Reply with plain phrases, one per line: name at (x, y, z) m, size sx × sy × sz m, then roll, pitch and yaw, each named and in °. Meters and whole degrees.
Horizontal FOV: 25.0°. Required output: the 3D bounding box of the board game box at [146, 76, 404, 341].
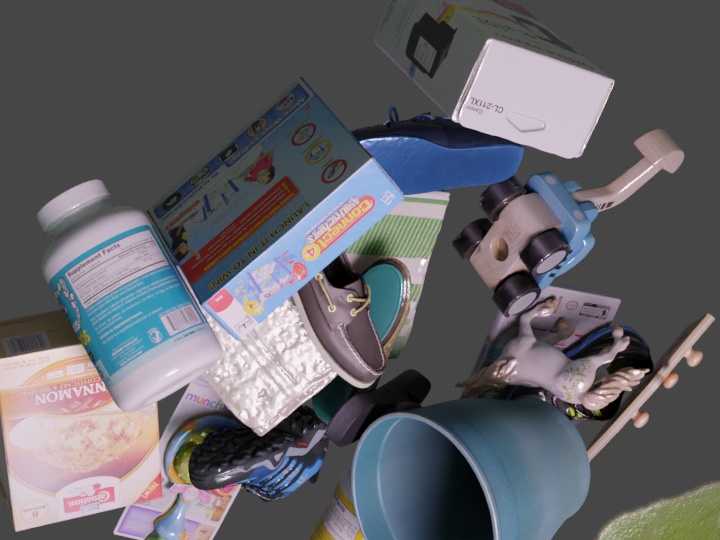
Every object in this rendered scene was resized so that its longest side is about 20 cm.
board game box at (-0.083, -0.061, 1.491) m, size 0.200 × 0.196 × 0.056 m, roll -40°, pitch 126°, yaw 2°

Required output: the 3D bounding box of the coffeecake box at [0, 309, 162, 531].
coffeecake box at (-0.280, 0.140, 1.592) m, size 0.153 × 0.073 × 0.201 m, roll -11°, pitch 121°, yaw -20°

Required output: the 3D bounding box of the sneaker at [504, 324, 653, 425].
sneaker at (0.235, 0.137, 1.789) m, size 0.199 × 0.083 × 0.071 m, roll -36°, pitch 125°, yaw -1°

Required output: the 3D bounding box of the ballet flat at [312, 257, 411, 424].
ballet flat at (0.009, 0.069, 1.664) m, size 0.070 × 0.071 × 0.201 m, roll 11°, pitch 116°, yaw -28°

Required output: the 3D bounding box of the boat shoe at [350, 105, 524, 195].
boat shoe at (0.062, -0.117, 1.606) m, size 0.199 × 0.069 × 0.084 m, roll 3°, pitch 129°, yaw -31°

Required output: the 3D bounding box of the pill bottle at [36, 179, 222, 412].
pill bottle at (-0.218, 0.019, 1.485) m, size 0.110 × 0.111 × 0.201 m, roll -30°, pitch 84°, yaw -6°

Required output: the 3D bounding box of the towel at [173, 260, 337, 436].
towel at (-0.113, 0.055, 1.610) m, size 0.132 × 0.034 × 0.200 m, roll -37°, pitch 104°, yaw -1°

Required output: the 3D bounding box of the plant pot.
plant pot at (0.126, 0.215, 1.639) m, size 0.187 × 0.200 × 0.201 m, roll -16°, pitch 125°, yaw -40°

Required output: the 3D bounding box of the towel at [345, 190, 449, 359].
towel at (0.000, 0.000, 1.669) m, size 0.152 × 0.023 × 0.201 m, roll 4°, pitch 117°, yaw -24°

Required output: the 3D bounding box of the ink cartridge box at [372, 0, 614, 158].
ink cartridge box at (0.121, -0.194, 1.503) m, size 0.145 × 0.200 × 0.083 m, roll 14°, pitch 112°, yaw -29°

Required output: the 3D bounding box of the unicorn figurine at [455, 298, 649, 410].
unicorn figurine at (0.194, 0.099, 1.732) m, size 0.137 × 0.199 × 0.074 m, roll -45°, pitch 125°, yaw -29°

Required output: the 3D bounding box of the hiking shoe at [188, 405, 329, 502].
hiking shoe at (-0.097, 0.203, 1.661) m, size 0.199 × 0.074 × 0.087 m, roll -13°, pitch 115°, yaw -48°

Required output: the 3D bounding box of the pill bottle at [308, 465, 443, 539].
pill bottle at (0.012, 0.285, 1.776) m, size 0.114 × 0.114 × 0.201 m, roll 17°, pitch 110°, yaw -30°

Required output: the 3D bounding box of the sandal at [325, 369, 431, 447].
sandal at (0.024, 0.153, 1.680) m, size 0.076 × 0.043 × 0.200 m, roll -57°, pitch 164°, yaw 21°

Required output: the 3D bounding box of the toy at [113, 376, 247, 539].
toy at (-0.163, 0.215, 1.701) m, size 0.115 × 0.047 × 0.201 m, roll 20°, pitch 108°, yaw -33°

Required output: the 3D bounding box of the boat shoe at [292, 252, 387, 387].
boat shoe at (-0.027, 0.019, 1.585) m, size 0.060 × 0.072 × 0.202 m, roll -28°, pitch 96°, yaw 32°

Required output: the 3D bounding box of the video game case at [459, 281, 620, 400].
video game case at (0.193, 0.106, 1.815) m, size 0.142 × 0.018 × 0.201 m, roll 10°, pitch 113°, yaw -28°

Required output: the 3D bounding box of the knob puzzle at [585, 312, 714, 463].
knob puzzle at (0.318, 0.139, 1.790) m, size 0.030 × 0.220 × 0.220 m, roll 41°, pitch 99°, yaw 7°

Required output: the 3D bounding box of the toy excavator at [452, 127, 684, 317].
toy excavator at (0.221, -0.062, 1.683) m, size 0.199 × 0.100 × 0.195 m, roll -16°, pitch 149°, yaw -41°
